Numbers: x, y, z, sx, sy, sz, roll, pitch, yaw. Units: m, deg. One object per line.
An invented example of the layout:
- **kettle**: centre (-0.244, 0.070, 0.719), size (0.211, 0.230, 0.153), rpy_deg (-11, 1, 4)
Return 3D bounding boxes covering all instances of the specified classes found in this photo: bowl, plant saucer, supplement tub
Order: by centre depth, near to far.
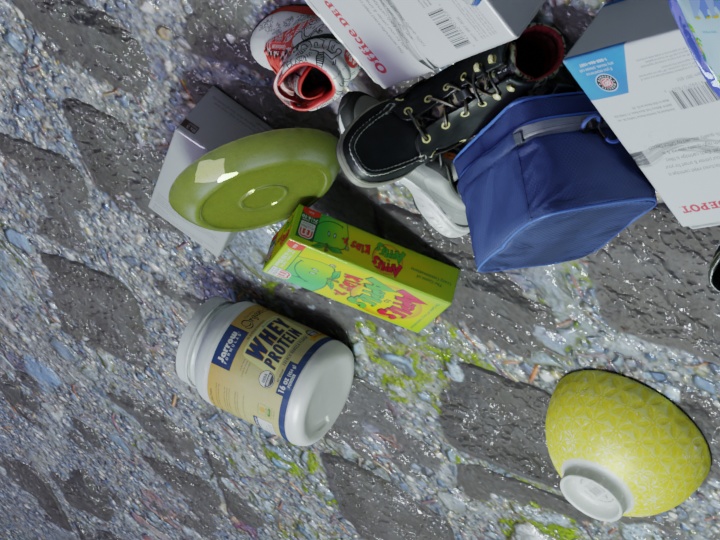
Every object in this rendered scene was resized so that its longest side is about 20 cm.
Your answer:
- **plant saucer**: centre (-0.109, -0.091, 1.888), size (0.200, 0.199, 0.031), rpy_deg (118, 137, -60)
- **bowl**: centre (0.286, 0.220, 1.973), size (0.200, 0.108, 0.200), rpy_deg (27, 149, 18)
- **supplement tub**: centre (-0.124, 0.126, 2.239), size (0.200, 0.145, 0.145), rpy_deg (23, 148, 22)

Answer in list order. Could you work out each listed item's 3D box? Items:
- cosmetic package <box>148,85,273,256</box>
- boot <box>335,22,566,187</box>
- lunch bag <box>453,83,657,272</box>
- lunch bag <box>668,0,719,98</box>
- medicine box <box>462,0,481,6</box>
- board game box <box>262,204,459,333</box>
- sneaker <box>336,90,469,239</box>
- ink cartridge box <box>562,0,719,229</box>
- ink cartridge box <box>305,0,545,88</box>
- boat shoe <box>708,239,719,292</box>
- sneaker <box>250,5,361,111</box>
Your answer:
- **cosmetic package**: centre (-0.169, -0.112, 2.018), size (0.113, 0.081, 0.200), rpy_deg (37, 149, 0)
- **boot**: centre (0.083, -0.155, 1.581), size (0.074, 0.203, 0.154), rpy_deg (60, 145, 1)
- **lunch bag**: centre (0.175, -0.093, 1.595), size (0.200, 0.135, 0.133), rpy_deg (137, 122, -61)
- **lunch bag**: centre (0.362, -0.169, 1.326), size (0.170, 0.127, 0.200), rpy_deg (-5, 121, 49)
- **medicine box**: centre (0.073, -0.336, 1.320), size (0.182, 0.200, 0.103), rpy_deg (34, 150, 6)
- **board game box**: centre (0.000, 0.000, 1.966), size (0.199, 0.048, 0.102), rpy_deg (22, 152, -12)
- **sneaker**: centre (0.060, -0.120, 1.783), size (0.200, 0.074, 0.079), rpy_deg (39, 142, -16)
- **ink cartridge box**: centre (0.293, -0.142, 1.478), size (0.145, 0.084, 0.200), rpy_deg (-9, 127, 52)
- **ink cartridge box**: centre (0.054, -0.263, 1.562), size (0.145, 0.084, 0.200), rpy_deg (49, 147, -19)
- **boat shoe**: centre (0.384, -0.030, 1.566), size (0.069, 0.057, 0.200), rpy_deg (39, 151, -4)
- **sneaker**: centre (-0.067, -0.211, 1.740), size (0.201, 0.108, 0.067), rpy_deg (-1, 133, 48)
